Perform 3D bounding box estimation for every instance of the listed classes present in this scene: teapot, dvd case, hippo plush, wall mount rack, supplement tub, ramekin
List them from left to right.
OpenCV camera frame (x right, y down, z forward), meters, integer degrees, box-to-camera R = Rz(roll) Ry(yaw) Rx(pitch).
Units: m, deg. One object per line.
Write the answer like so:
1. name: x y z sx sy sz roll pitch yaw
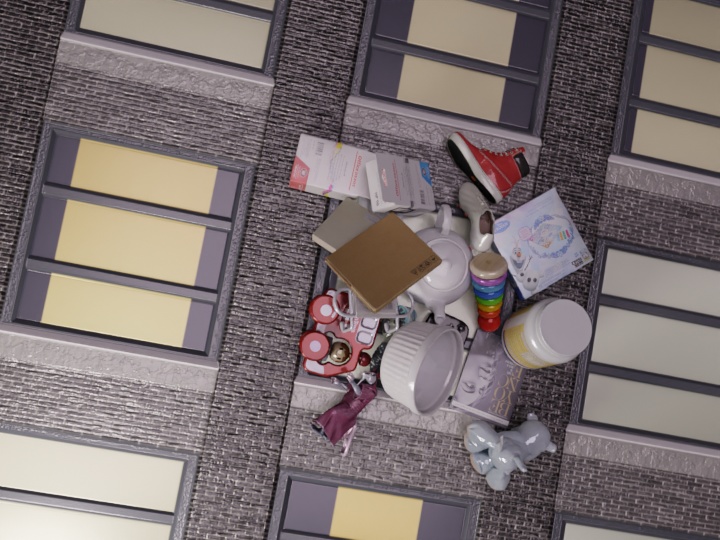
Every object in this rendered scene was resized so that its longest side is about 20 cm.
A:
1. wall mount rack: 0.015 0.048 1.617 0.199 0.074 0.175 3 76 -28
2. ramekin: 0.130 0.207 1.620 0.105 0.200 0.201 18 82 34
3. teapot: 0.179 -0.014 1.689 0.197 0.146 0.200 -39 91 -8
4. dvd case: 0.311 0.255 1.756 0.148 0.016 0.201 22 84 -6
5. hippo plush: 0.343 0.382 1.687 0.160 0.200 0.160 -26 67 -26
6. supplement tub: 0.419 0.143 1.675 0.145 0.200 0.146 2 77 -11

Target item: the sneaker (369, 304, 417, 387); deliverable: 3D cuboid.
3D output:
1. sneaker: 0.087 0.176 1.700 0.077 0.086 0.201 25 106 34

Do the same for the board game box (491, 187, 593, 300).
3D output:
1. board game box: 0.423 -0.064 1.776 0.199 0.043 0.200 -28 91 -8

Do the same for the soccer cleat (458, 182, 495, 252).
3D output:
1. soccer cleat: 0.275 -0.133 1.710 0.069 0.078 0.201 7 54 -19

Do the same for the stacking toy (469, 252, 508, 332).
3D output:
1. stacking toy: 0.293 0.061 1.696 0.085 0.085 0.201 -13 126 -8

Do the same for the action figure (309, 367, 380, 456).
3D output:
1. action figure: -0.015 0.301 1.650 0.200 0.134 0.149 -43 94 -5

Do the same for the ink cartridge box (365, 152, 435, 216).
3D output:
1. ink cartridge box: 0.079 -0.190 1.660 0.200 0.068 0.117 3 76 -51

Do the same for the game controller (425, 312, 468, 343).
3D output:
1. game controller: 0.173 0.198 1.728 0.104 0.042 0.201 26 83 -5

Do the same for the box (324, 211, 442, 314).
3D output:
1. box: 0.050 -0.021 1.588 0.200 0.021 0.164 -35 69 -24

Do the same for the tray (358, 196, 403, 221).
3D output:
1. tray: 0.048 -0.131 1.709 0.107 0.022 0.201 6 68 -6

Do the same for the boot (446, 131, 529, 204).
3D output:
1. boot: 0.308 -0.277 1.762 0.144 0.072 0.200 -43 101 -8

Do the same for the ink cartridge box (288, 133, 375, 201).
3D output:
1. ink cartridge box: -0.055 -0.229 1.706 0.199 0.067 0.117 14 80 -6

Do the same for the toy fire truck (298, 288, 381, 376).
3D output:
1. toy fire truck: -0.045 0.143 1.664 0.167 0.112 0.201 16 86 -5

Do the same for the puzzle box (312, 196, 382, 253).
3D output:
1. puzzle box: 0.010 -0.065 1.640 0.200 0.025 0.133 34 61 14
